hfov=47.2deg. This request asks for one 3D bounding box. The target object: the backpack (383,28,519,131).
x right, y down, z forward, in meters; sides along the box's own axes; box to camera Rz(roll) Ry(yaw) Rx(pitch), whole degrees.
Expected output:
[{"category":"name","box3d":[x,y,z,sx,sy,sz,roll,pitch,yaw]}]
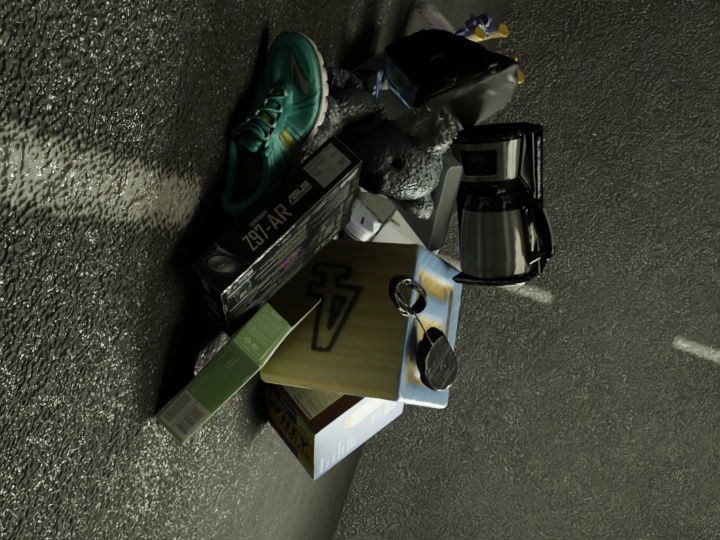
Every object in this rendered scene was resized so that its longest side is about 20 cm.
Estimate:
[{"category":"backpack","box3d":[0.111,-0.275,1.188,0.162,0.200,0.154,-26,143,-14]}]

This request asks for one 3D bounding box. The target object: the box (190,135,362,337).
[{"category":"box","box3d":[-0.085,-0.031,0.872,0.200,0.043,0.160,-45,170,-17]}]

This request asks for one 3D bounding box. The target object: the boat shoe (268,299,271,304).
[{"category":"boat shoe","box3d":[-0.098,0.058,1.184,0.202,0.063,0.074,86,27,-53]}]

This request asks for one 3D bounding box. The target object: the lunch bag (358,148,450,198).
[{"category":"lunch bag","box3d":[0.090,-0.206,1.454,0.118,0.163,0.201,77,33,-67]}]

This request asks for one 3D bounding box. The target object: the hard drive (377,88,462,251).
[{"category":"hard drive","box3d":[0.067,-0.139,1.121,0.200,0.026,0.133,56,-33,41]}]

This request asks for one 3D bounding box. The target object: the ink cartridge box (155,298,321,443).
[{"category":"ink cartridge box","box3d":[-0.133,0.096,0.939,0.146,0.048,0.200,-45,-176,25]}]

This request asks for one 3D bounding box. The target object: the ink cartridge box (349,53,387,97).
[{"category":"ink cartridge box","box3d":[0.007,-0.214,1.264,0.198,0.043,0.202,-55,154,-60]}]

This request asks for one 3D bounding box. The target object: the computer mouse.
[{"category":"computer mouse","box3d":[0.069,0.075,0.981,0.059,0.034,0.201,-50,135,-26]}]

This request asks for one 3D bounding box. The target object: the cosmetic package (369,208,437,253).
[{"category":"cosmetic package","box3d":[0.049,-0.013,1.554,0.200,0.113,0.081,-45,-172,34]}]

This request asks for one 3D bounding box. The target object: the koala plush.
[{"category":"koala plush","box3d":[0.014,-0.150,1.014,0.184,0.198,0.178,-61,166,-48]}]

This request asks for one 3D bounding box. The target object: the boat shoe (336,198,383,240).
[{"category":"boat shoe","box3d":[-0.012,-0.075,1.458,0.071,0.072,0.200,-48,-179,15]}]

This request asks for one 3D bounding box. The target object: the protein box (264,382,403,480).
[{"category":"protein box","box3d":[-0.038,0.205,1.364,0.199,0.135,0.199,-33,154,-22]}]

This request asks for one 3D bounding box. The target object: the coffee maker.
[{"category":"coffee maker","box3d":[0.184,-0.097,1.120,0.192,0.133,0.202,-76,162,-76]}]

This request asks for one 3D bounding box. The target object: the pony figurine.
[{"category":"pony figurine","box3d":[0.165,-0.370,1.421,0.199,0.193,0.167,-9,-134,57]}]

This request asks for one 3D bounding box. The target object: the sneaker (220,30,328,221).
[{"category":"sneaker","box3d":[-0.090,-0.142,0.834,0.080,0.077,0.202,-13,122,-69]}]

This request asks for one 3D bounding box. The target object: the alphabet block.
[{"category":"alphabet block","box3d":[0.007,0.071,1.108,0.195,0.198,0.198,28,69,-62]}]
